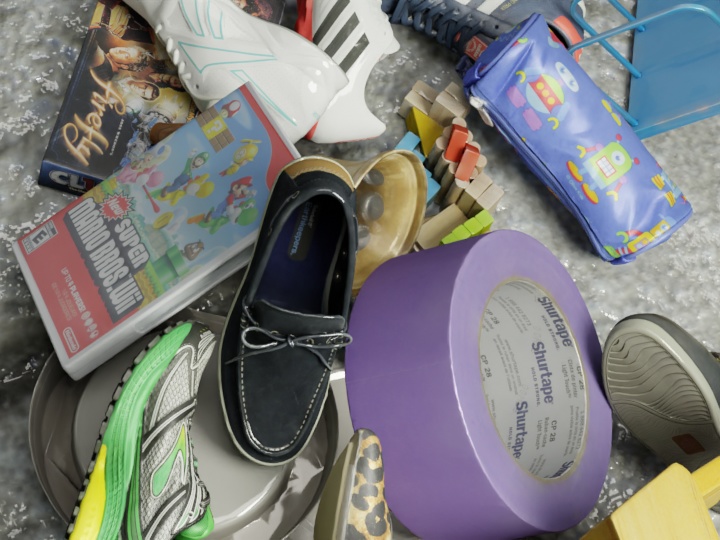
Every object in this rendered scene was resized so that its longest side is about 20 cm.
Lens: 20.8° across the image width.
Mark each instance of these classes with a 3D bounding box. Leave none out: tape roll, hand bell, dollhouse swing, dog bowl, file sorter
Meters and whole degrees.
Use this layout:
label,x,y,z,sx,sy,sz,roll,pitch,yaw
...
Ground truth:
label,x,y,z,sx,sy,sz,roll,pitch,yaw
tape roll,0.081,0.079,1.296,0.200,0.085,0.200,24,60,-49
hand bell,-0.064,-0.063,1.342,0.200,0.104,0.104,23,55,31
dollhouse swing,0.208,0.217,1.254,0.176,0.200,0.182,-10,66,-25
dog bowl,-0.115,0.111,1.288,0.200,0.059,0.200,2,63,-4
file sorter,0.243,-0.229,1.508,0.123,0.139,0.200,36,51,-38

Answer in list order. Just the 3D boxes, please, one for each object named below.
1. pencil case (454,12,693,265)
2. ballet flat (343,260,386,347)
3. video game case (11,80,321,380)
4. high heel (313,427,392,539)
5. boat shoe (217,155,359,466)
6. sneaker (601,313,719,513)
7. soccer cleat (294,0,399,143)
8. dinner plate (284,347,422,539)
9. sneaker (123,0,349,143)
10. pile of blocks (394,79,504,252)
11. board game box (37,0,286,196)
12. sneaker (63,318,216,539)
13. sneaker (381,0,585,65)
label,x,y,z,sx,sy,sz,roll,pitch,yaw
pencil case,0.156,-0.093,1.447,0.087,0.078,0.200,-41,95,-17
ballet flat,0.000,0.000,1.372,0.073,0.073,0.200,-21,63,-24
video game case,-0.129,-0.029,1.293,0.200,0.017,0.143,-34,43,1
high heel,0.043,0.190,1.246,0.142,0.200,0.071,2,21,-11
boat shoe,-0.043,0.029,1.219,0.074,0.062,0.200,10,103,-12
sneaker,0.236,0.076,1.376,0.200,0.075,0.106,51,43,-33
soccer cleat,-0.011,-0.193,1.459,0.085,0.069,0.200,6,87,-15
dinner plate,0.001,0.130,1.345,0.200,0.024,0.200,6,61,-11
sneaker,-0.110,-0.159,1.401,0.200,0.070,0.080,32,87,15
pile of blocks,0.064,-0.059,1.439,0.082,0.062,0.200,-10,65,-20
board game box,-0.142,-0.133,1.438,0.135,0.035,0.200,17,60,-6
sneaker,-0.125,0.125,1.215,0.085,0.078,0.200,17,72,-4
sneaker,0.081,-0.191,1.505,0.200,0.075,0.085,6,57,-12
